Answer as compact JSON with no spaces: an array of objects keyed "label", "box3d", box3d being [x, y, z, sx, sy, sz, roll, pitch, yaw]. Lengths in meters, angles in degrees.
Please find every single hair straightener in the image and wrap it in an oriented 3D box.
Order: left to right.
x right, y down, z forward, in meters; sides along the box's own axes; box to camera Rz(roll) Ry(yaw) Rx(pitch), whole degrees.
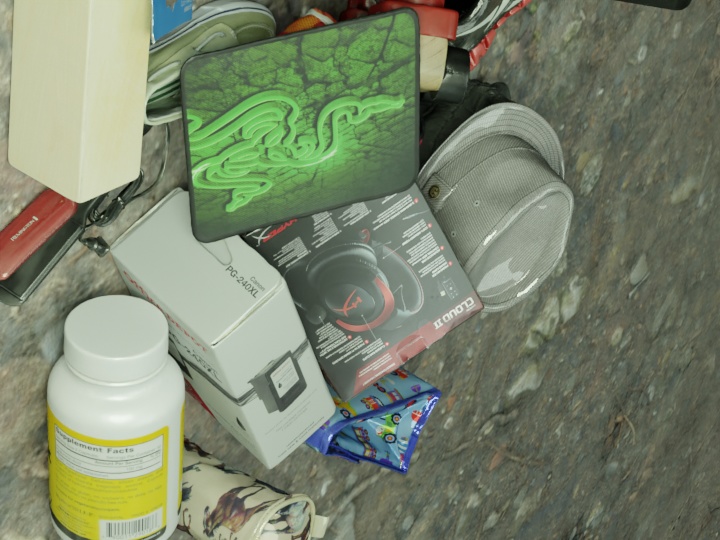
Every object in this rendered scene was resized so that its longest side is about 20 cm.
[{"label":"hair straightener","box3d":[-0.209,-0.048,1.383,0.201,0.041,0.077,-53,151,-26]}]

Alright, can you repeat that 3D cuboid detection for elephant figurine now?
[{"label":"elephant figurine","box3d":[0.089,-0.132,1.736,0.141,0.155,0.201,31,73,-23]}]

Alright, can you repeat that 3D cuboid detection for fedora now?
[{"label":"fedora","box3d":[0.127,-0.041,1.637,0.200,0.090,0.177,-48,133,0]}]

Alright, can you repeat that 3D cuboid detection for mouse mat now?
[{"label":"mouse mat","box3d":[-0.042,-0.111,1.400,0.198,0.008,0.162,-15,125,-20]}]

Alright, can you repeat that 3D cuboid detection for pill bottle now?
[{"label":"pill bottle","box3d":[-0.196,0.124,1.467,0.111,0.111,0.201,-33,141,-42]}]

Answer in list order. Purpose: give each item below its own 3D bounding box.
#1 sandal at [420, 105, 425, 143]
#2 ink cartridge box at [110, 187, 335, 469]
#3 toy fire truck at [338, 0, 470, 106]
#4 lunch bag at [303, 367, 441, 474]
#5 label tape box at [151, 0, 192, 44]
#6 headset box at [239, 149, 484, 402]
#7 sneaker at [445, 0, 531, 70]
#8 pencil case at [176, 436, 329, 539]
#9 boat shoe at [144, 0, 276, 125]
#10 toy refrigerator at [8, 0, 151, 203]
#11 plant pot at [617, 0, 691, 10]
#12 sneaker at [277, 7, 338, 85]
[{"label":"sandal","box3d":[0.023,-0.118,1.620,0.045,0.074,0.202,52,44,-62]},{"label":"ink cartridge box","box3d":[-0.112,0.049,1.502,0.083,0.145,0.201,-40,146,-15]},{"label":"toy fire truck","box3d":[0.022,-0.245,1.504,0.176,0.127,0.202,-157,-106,-80]},{"label":"lunch bag","box3d":[-0.044,0.117,1.673,0.199,0.150,0.095,6,110,-60]},{"label":"label tape box","box3d":[-0.093,-0.261,1.269,0.143,0.065,0.202,-63,162,-75]},{"label":"headset box","box3d":[0.000,0.000,1.525,0.148,0.075,0.201,-34,116,-6]},{"label":"sneaker","box3d":[0.115,-0.270,1.687,0.201,0.071,0.098,-51,152,-17]},{"label":"pencil case","box3d":[-0.125,0.198,1.575,0.089,0.199,0.079,14,95,-49]},{"label":"boat shoe","box3d":[-0.124,-0.152,1.398,0.200,0.062,0.073,-33,141,-44]},{"label":"toy refrigerator","box3d":[-0.192,-0.158,1.267,0.070,0.076,0.202,-29,137,-46]},{"label":"plant pot","box3d":[0.248,-0.355,1.654,0.178,0.198,0.201,73,36,-51]},{"label":"sneaker","box3d":[-0.065,-0.137,1.474,0.077,0.073,0.200,-42,166,-26]}]
